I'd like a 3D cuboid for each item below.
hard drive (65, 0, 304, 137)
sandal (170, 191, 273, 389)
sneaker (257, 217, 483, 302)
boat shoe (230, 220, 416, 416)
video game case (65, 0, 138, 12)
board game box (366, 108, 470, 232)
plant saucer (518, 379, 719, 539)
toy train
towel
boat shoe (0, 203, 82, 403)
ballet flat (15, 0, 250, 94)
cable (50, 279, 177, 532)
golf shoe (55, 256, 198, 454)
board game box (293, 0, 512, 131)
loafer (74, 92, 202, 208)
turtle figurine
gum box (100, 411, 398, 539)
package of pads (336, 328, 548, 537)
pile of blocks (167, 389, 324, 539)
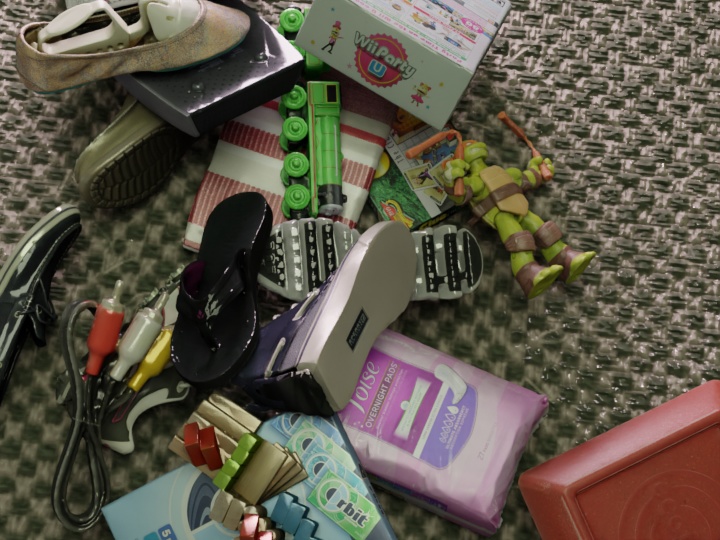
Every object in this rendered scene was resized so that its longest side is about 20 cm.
[{"bbox_3d":[-0.152,-0.192,1.478,0.134,0.043,0.200,-29,49,-25],"label":"hard drive"},{"bbox_3d":[-0.117,0.008,1.355,0.075,0.048,0.202,-15,44,20],"label":"sandal"},{"bbox_3d":[0.000,0.000,1.443,0.198,0.081,0.076,4,80,-12],"label":"sneaker"},{"bbox_3d":[-0.030,0.034,1.352,0.092,0.075,0.201,-6,34,33],"label":"boat shoe"},{"bbox_3d":[-0.178,-0.276,1.517,0.180,0.200,0.023,-14,114,-7],"label":"video game case"},{"bbox_3d":[0.024,-0.129,1.537,0.104,0.023,0.201,-30,73,-11],"label":"board game box"},{"bbox_3d":[0.254,0.215,1.372,0.198,0.037,0.201,-23,86,-15],"label":"plant saucer"},{"bbox_3d":[-0.043,-0.136,1.485,0.056,0.042,0.202,0,75,-8],"label":"toy train"},{"bbox_3d":[-0.060,-0.089,1.504,0.143,0.023,0.202,18,77,8],"label":"towel"},{"bbox_3d":[-0.284,0.036,1.434,0.062,0.075,0.201,29,75,3],"label":"boat shoe"},{"bbox_3d":[-0.190,-0.196,1.408,0.198,0.068,0.068,-17,46,-5],"label":"ballet flat"},{"bbox_3d":[-0.209,0.104,1.355,0.097,0.050,0.202,24,80,-26],"label":"cable"},{"bbox_3d":[-0.162,0.062,1.436,0.200,0.077,0.088,-44,91,-11],"label":"golf shoe"},{"bbox_3d":[0.042,-0.215,1.479,0.147,0.065,0.200,31,28,0],"label":"board game box"},{"bbox_3d":[-0.184,-0.130,1.504,0.068,0.076,0.200,32,57,24],"label":"loafer"},{"bbox_3d":[0.118,-0.054,1.456,0.064,0.199,0.162,-44,71,29],"label":"turtle figurine"},{"bbox_3d":[-0.078,0.217,1.343,0.199,0.045,0.171,-27,82,2],"label":"gum box"},{"bbox_3d":[0.044,0.124,1.408,0.198,0.076,0.121,23,71,8],"label":"package of pads"},{"bbox_3d":[-0.074,0.181,1.293,0.082,0.062,0.201,-32,81,2],"label":"pile of blocks"}]
